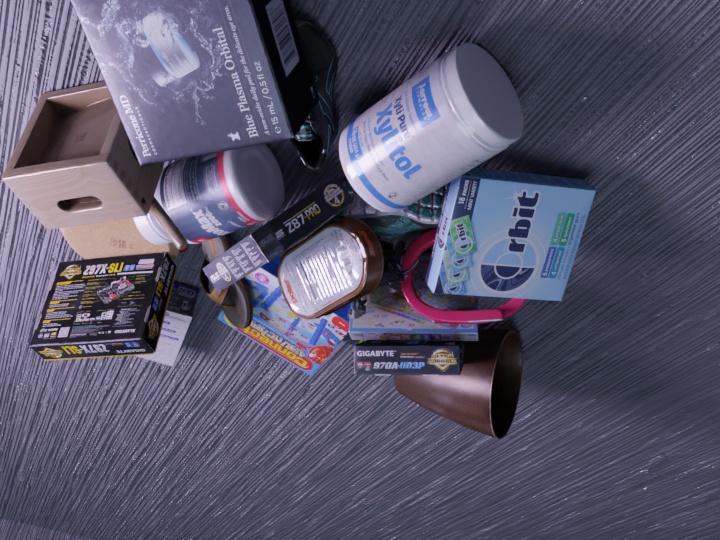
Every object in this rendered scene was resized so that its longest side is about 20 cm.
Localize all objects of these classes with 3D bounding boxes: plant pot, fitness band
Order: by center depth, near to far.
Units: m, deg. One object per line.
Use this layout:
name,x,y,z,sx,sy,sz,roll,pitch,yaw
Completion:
fitness band,0.158,0.006,1.179,0.197,0.146,0.037,-1,170,8
plant pot,0.167,0.187,1.412,0.198,0.188,0.188,6,147,27

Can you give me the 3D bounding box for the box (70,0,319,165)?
box,-0.173,-0.239,0.870,0.197,0.118,0.199,-7,120,18

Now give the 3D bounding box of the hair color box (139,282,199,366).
hair color box,-0.370,0.094,1.449,0.108,0.065,0.200,18,144,-13

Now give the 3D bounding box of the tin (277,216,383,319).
tin,-0.048,-0.001,1.130,0.042,0.113,0.199,-12,167,-45

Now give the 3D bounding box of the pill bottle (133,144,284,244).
pill bottle,-0.217,-0.104,1.108,0.198,0.121,0.120,-16,138,29

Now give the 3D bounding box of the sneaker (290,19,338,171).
sneaker,-0.062,-0.211,0.972,0.074,0.080,0.201,-1,142,11

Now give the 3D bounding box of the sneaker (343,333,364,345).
sneaker,-0.002,0.075,1.357,0.080,0.075,0.201,13,142,-4

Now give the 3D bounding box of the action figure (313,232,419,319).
action figure,0.000,0.000,1.190,0.198,0.119,0.103,15,144,31

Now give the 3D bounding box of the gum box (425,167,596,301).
gum box,0.203,-0.047,1.083,0.197,0.045,0.172,5,115,-15

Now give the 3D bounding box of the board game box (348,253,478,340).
board game box,0.085,0.040,1.236,0.197,0.136,0.034,0,155,10

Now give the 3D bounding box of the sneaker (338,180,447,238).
sneaker,0.060,-0.085,1.138,0.197,0.078,0.091,6,154,14

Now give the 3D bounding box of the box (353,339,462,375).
box,0.081,0.132,1.238,0.157,0.047,0.200,0,178,10

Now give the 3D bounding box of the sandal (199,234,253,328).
sandal,-0.225,0.010,1.257,0.081,0.054,0.202,22,135,39

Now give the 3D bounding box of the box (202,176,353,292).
box,-0.118,-0.046,1.102,0.049,0.161,0.200,55,150,-6

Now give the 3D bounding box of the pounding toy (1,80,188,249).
pounding toy,-0.323,-0.132,1.032,0.197,0.186,0.143,-6,143,17

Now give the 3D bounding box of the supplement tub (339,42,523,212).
supplement tub,0.082,-0.167,0.962,0.131,0.133,0.199,32,137,-31

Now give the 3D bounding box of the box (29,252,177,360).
box,-0.399,0.056,1.238,0.197,0.161,0.050,-5,143,14

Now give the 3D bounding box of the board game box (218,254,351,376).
board game box,-0.120,0.067,1.332,0.199,0.056,0.196,32,140,-5

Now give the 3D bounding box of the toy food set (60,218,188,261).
toy food set,-0.376,-0.060,1.254,0.195,0.049,0.201,4,143,4
